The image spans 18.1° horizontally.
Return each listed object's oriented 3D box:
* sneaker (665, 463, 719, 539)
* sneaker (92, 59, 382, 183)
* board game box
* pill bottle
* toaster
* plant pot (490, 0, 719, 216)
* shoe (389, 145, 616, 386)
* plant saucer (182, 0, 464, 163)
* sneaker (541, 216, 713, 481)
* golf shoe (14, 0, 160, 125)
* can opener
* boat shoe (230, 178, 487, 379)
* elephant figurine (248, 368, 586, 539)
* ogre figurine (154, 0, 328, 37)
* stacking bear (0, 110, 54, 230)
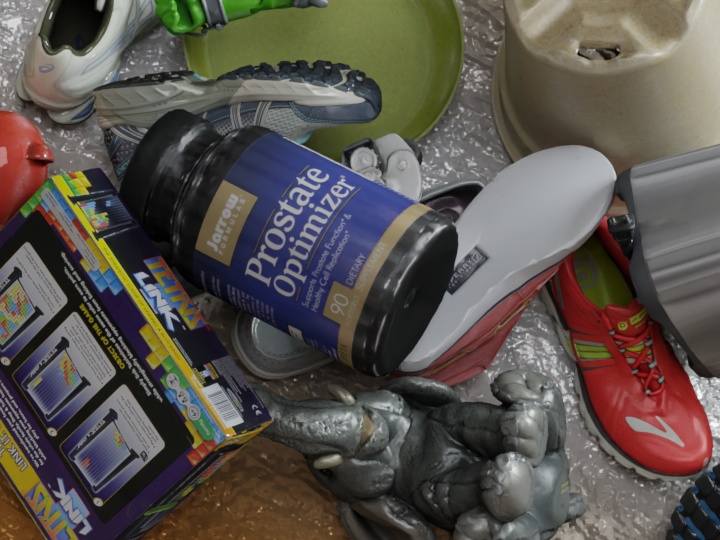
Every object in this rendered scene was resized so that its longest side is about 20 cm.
[{"bbox_3d":[0.284,0.135,1.509,0.075,0.087,0.200,42,93,16],"label":"sneaker"},{"bbox_3d":[-0.078,-0.093,1.509,0.199,0.078,0.087,-3,103,19],"label":"sneaker"},{"bbox_3d":[-0.172,0.065,1.418,0.200,0.165,0.057,55,32,11],"label":"board game box"},{"bbox_3d":[-0.048,-0.023,1.419,0.199,0.112,0.112,26,68,17],"label":"pill bottle"},{"bbox_3d":[0.249,-0.016,1.466,0.129,0.200,0.114,-18,57,18],"label":"toaster"},{"bbox_3d":[0.171,-0.160,1.504,0.200,0.184,0.201,-4,71,12],"label":"plant pot"},{"bbox_3d":[0.089,0.001,1.498,0.200,0.091,0.071,-42,71,-7],"label":"shoe"},{"bbox_3d":[-0.027,-0.159,1.586,0.199,0.031,0.201,3,71,-8],"label":"plant saucer"},{"bbox_3d":[0.176,0.049,1.513,0.077,0.085,0.201,-24,75,-15],"label":"sneaker"},{"bbox_3d":[-0.167,-0.197,1.544,0.078,0.097,0.201,23,67,2],"label":"golf shoe"},{"bbox_3d":[-0.047,-0.032,1.513,0.199,0.066,0.053,-23,72,3],"label":"can opener"},{"bbox_3d":[0.002,0.001,1.515,0.202,0.065,0.075,-30,77,-17],"label":"boat shoe"},{"bbox_3d":[0.028,0.119,1.451,0.199,0.156,0.142,6,30,22],"label":"elephant figurine"},{"bbox_3d":[-0.065,-0.250,1.546,0.119,0.098,0.201,11,54,6],"label":"ogre figurine"},{"bbox_3d":[-0.303,-0.068,1.476,0.199,0.121,0.114,2,77,-18],"label":"stacking bear"}]
